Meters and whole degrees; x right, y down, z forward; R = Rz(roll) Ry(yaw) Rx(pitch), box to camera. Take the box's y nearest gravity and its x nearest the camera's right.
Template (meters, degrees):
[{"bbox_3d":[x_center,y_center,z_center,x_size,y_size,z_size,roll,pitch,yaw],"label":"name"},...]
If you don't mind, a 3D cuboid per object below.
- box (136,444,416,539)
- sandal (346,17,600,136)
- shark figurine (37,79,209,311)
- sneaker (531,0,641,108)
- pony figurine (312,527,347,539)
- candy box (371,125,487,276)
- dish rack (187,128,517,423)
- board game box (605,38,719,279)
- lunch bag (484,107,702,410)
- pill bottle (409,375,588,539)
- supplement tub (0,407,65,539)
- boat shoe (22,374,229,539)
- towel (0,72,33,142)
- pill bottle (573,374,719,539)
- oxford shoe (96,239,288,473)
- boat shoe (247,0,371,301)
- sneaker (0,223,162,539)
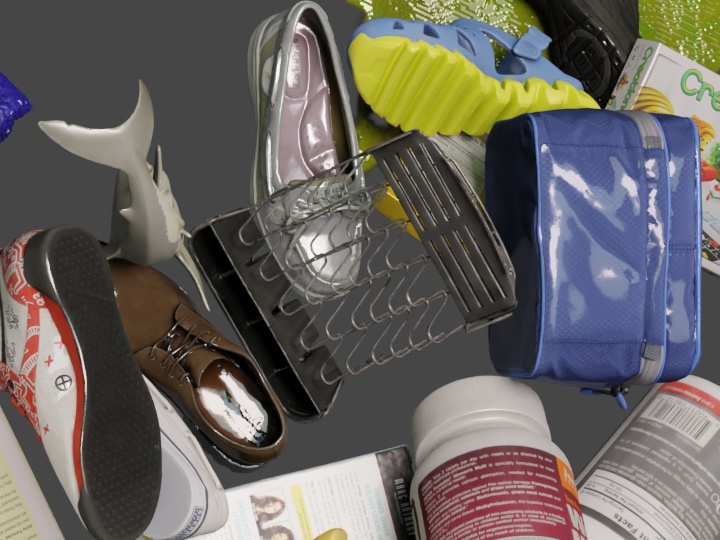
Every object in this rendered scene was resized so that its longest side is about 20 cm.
[{"bbox_3d":[-0.056,0.179,1.734,0.200,0.049,0.082,-12,83,-21],"label":"box"},{"bbox_3d":[0.072,-0.140,1.819,0.200,0.079,0.087,14,47,-36],"label":"sandal"},{"bbox_3d":[-0.153,-0.030,1.659,0.089,0.214,0.128,-19,81,-3],"label":"shark figurine"},{"bbox_3d":[0.170,-0.196,1.880,0.091,0.076,0.200,-35,96,-32],"label":"sneaker"},{"bbox_3d":[-0.036,0.288,1.627,0.193,0.167,0.200,-35,49,7],"label":"pony figurine"},{"bbox_3d":[0.107,-0.024,1.827,0.200,0.026,0.102,36,45,-9],"label":"candy box"},{"bbox_3d":[0.000,0.000,1.713,0.154,0.200,0.055,59,37,-10],"label":"dish rack"},{"bbox_3d":[0.253,-0.066,1.861,0.200,0.035,0.126,25,89,-27],"label":"board game box"},{"bbox_3d":[0.162,-0.008,1.732,0.132,0.136,0.200,-1,92,-12],"label":"lunch bag"},{"bbox_3d":[0.091,0.172,1.689,0.109,0.110,0.200,8,46,-18],"label":"pill bottle"},{"bbox_3d":[-0.263,0.164,1.612,0.145,0.145,0.200,-25,89,-22],"label":"supplement tub"},{"bbox_3d":[-0.159,0.099,1.692,0.074,0.065,0.200,-44,65,16],"label":"boat shoe"},{"bbox_3d":[-0.329,-0.126,1.697,0.200,0.050,0.148,42,70,-8],"label":"towel"},{"bbox_3d":[0.192,0.177,1.788,0.116,0.116,0.200,45,69,-6],"label":"pill bottle"},{"bbox_3d":[-0.119,0.048,1.719,0.200,0.084,0.073,41,74,-5],"label":"oxford shoe"},{"bbox_3d":[-0.034,-0.081,1.783,0.074,0.065,0.202,-3,84,-20],"label":"boat shoe"},{"bbox_3d":[-0.191,0.076,1.644,0.067,0.108,0.202,-13,89,-43],"label":"sneaker"}]
